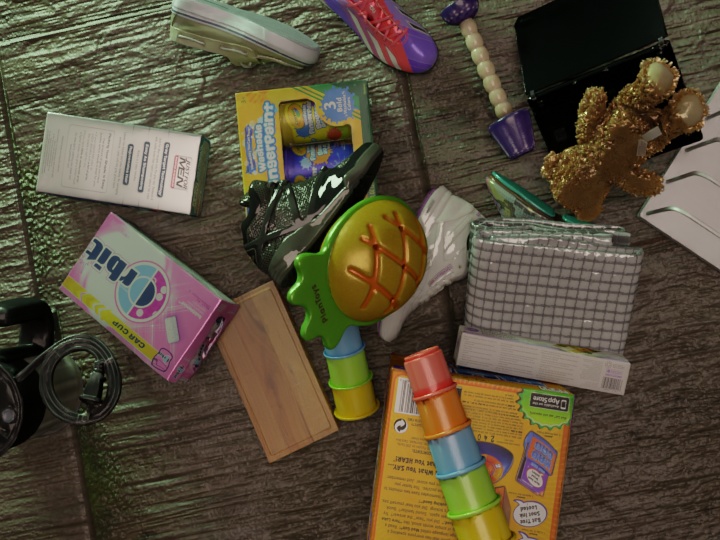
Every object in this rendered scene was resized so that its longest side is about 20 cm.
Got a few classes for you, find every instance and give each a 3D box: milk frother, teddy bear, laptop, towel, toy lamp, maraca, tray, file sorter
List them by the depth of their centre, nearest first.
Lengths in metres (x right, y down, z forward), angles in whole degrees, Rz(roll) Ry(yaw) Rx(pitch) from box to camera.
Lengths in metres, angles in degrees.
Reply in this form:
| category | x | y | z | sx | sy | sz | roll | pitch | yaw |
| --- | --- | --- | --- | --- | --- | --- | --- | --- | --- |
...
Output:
| category | x | y | z | sx | sy | sz | roll | pitch | yaw |
| --- | --- | --- | --- | --- | --- | --- | --- | --- | --- |
| maraca | 0.000 | 0.000 | 0.948 | 0.199 | 0.106 | 0.139 | -36 | 117 | -32 |
| teddy bear | 0.305 | -0.152 | 0.998 | 0.143 | 0.067 | 0.202 | 22 | 119 | -7 |
| milk frother | -0.367 | 0.140 | 1.010 | 0.197 | 0.188 | 0.183 | 24 | 91 | 2 |
| file sorter | 0.455 | -0.116 | 1.015 | 0.137 | 0.125 | 0.202 | 33 | 90 | 2 |
| towel | 0.222 | 0.026 | 1.018 | 0.195 | 0.086 | 0.169 | 4 | 113 | 3 |
| laptop | 0.297 | -0.235 | 1.043 | 0.175 | 0.104 | 0.202 | -18 | 113 | 28 |
| toy lamp | 0.162 | -0.237 | 1.061 | 0.057 | 0.058 | 0.203 | -22 | 89 | 2 |
| tray | -0.110 | 0.126 | 1.077 | 0.097 | 0.037 | 0.203 | -25 | 88 | 1 |

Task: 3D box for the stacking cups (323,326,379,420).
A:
| category | x | y | z | sx | sy | sz | roll | pitch | yaw |
| --- | --- | --- | --- | --- | --- | --- | --- | --- | --- |
| stacking cups | -0.026 | 0.077 | 1.037 | 0.059 | 0.061 | 0.204 | -13 | 104 | 2 |

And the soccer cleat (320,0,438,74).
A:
| category | x | y | z | sx | sy | sz | roll | pitch | yaw |
| --- | --- | --- | --- | --- | --- | --- | --- | --- | --- |
| soccer cleat | 0.014 | -0.319 | 1.059 | 0.199 | 0.073 | 0.068 | 42 | 91 | 2 |

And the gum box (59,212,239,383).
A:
| category | x | y | z | sx | sy | sz | roll | pitch | yaw |
| --- | --- | --- | --- | --- | --- | --- | --- | --- | --- |
| gum box | -0.253 | 0.036 | 1.047 | 0.199 | 0.066 | 0.114 | 36 | 90 | 15 |

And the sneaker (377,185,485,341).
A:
| category | x | y | z | sx | sy | sz | roll | pitch | yaw |
| --- | --- | --- | --- | --- | --- | --- | --- | --- | --- |
| sneaker | 0.087 | 0.002 | 1.051 | 0.098 | 0.075 | 0.203 | 27 | 90 | 3 |

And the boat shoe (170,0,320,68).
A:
| category | x | y | z | sx | sy | sz | roll | pitch | yaw |
| --- | --- | --- | --- | --- | --- | --- | --- | --- | --- |
| boat shoe | -0.146 | -0.289 | 1.076 | 0.197 | 0.072 | 0.063 | 22 | 115 | 6 |

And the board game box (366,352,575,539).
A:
| category | x | y | z | sx | sy | sz | roll | pitch | yaw |
| --- | --- | --- | --- | --- | --- | --- | --- | --- | --- |
| board game box | 0.117 | 0.216 | 0.984 | 0.195 | 0.200 | 0.204 | 8 | 89 | 2 |

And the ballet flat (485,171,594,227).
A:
| category | x | y | z | sx | sy | sz | roll | pitch | yaw |
| --- | --- | --- | --- | --- | --- | --- | --- | --- | --- |
| ballet flat | 0.233 | -0.048 | 1.057 | 0.197 | 0.069 | 0.072 | 26 | 109 | 2 |

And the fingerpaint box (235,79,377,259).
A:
| category | x | y | z | sx | sy | sz | roll | pitch | yaw |
| --- | --- | --- | --- | --- | --- | --- | --- | --- | --- |
| fingerpaint box | -0.062 | -0.121 | 1.059 | 0.163 | 0.073 | 0.205 | -5 | 89 | 2 |

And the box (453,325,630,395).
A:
| category | x | y | z | sx | sy | sz | roll | pitch | yaw |
| --- | --- | --- | --- | --- | --- | --- | --- | --- | --- |
| box | 0.206 | 0.102 | 0.980 | 0.196 | 0.039 | 0.042 | 9 | 100 | 0 |

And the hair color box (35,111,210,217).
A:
| category | x | y | z | sx | sy | sz | roll | pitch | yaw |
| --- | --- | --- | --- | --- | --- | --- | --- | --- | --- |
| hair color box | -0.295 | -0.131 | 1.074 | 0.196 | 0.061 | 0.102 | 9 | 90 | 3 |

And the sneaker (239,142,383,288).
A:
| category | x | y | z | sx | sy | sz | roll | pitch | yaw |
| --- | --- | --- | --- | --- | --- | --- | --- | --- | --- |
| sneaker | -0.064 | -0.089 | 0.983 | 0.114 | 0.076 | 0.200 | 40 | 83 | 12 |

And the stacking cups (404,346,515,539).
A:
| category | x | y | z | sx | sy | sz | roll | pitch | yaw |
| --- | --- | --- | --- | --- | --- | --- | --- | --- | --- |
| stacking cups | 0.090 | 0.179 | 0.851 | 0.059 | 0.061 | 0.203 | -22 | 87 | 2 |
